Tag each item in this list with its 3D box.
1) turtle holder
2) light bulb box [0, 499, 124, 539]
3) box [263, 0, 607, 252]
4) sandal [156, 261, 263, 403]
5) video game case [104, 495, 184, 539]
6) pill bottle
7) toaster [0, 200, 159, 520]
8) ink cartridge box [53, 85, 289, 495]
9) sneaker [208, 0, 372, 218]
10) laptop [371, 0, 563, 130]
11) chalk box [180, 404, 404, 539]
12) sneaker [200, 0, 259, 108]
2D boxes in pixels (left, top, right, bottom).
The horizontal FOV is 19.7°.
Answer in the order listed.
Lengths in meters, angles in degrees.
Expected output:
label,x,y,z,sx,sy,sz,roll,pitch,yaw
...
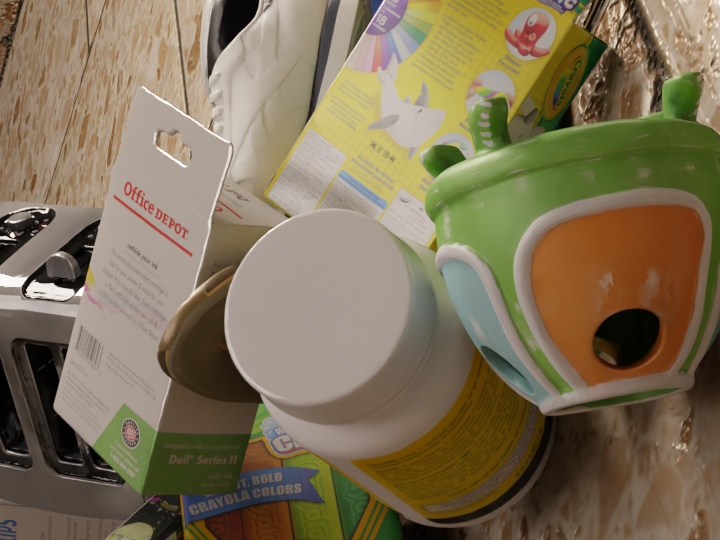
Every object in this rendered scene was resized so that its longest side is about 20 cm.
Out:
label,x,y,z,sx,sy,sz,roll,pitch,yaw
turtle holder,0.093,-0.002,0.937,0.185,0.140,0.133,-24,74,58
light bulb box,-0.179,0.114,1.582,0.125,0.199,0.199,107,166,-62
box,0.045,-0.092,1.124,0.117,0.048,0.201,38,101,33
sandal,-0.026,0.053,1.117,0.054,0.200,0.081,30,90,43
video game case,-0.115,0.226,1.355,0.181,0.036,0.201,-41,-39,-42
pill bottle,0.017,0.050,1.022,0.200,0.114,0.115,43,-134,-60
toaster,-0.187,0.062,1.373,0.180,0.119,0.201,6,121,35
ink cartridge box,-0.097,0.010,1.155,0.117,0.067,0.201,35,114,49
sneaker,-0.055,-0.081,1.222,0.076,0.080,0.201,65,-140,-78
laptop,0.035,-0.106,1.226,0.177,0.103,0.201,125,150,-54
chalk box,-0.040,0.155,1.226,0.200,0.124,0.124,-105,6,-51
sneaker,-0.040,-0.088,1.312,0.112,0.073,0.201,7,110,62
